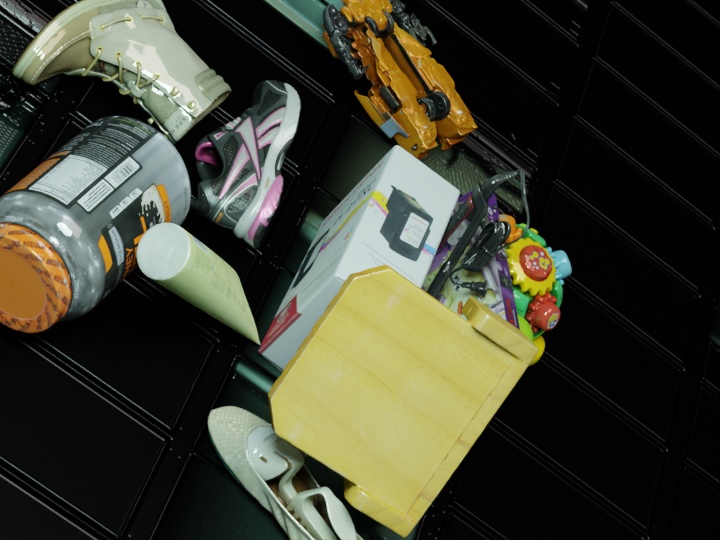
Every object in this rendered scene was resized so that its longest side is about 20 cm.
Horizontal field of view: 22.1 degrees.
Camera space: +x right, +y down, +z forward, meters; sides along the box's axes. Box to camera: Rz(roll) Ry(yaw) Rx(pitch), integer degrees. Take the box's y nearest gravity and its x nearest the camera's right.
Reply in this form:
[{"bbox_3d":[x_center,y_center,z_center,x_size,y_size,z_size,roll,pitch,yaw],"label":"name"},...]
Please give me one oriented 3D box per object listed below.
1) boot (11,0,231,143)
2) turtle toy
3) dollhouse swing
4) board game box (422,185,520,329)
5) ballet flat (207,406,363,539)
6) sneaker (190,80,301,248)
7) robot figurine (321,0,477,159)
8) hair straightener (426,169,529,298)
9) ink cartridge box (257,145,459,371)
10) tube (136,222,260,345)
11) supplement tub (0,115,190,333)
[{"bbox_3d":[-0.222,-0.184,1.752,0.155,0.072,0.200,51,41,0],"label":"boot"},{"bbox_3d":[0.147,0.028,1.872,0.145,0.101,0.201,31,53,-18],"label":"turtle toy"},{"bbox_3d":[0.025,0.096,1.626,0.175,0.200,0.182,34,4,-4],"label":"dollhouse swing"},{"bbox_3d":[0.093,0.027,1.818,0.032,0.120,0.201,27,44,-42],"label":"board game box"},{"bbox_3d":[-0.055,0.189,1.615,0.200,0.062,0.067,52,42,5],"label":"ballet flat"},{"bbox_3d":[-0.114,-0.119,1.789,0.086,0.080,0.201,21,42,-12],"label":"sneaker"},{"bbox_3d":[0.034,-0.215,1.995,0.145,0.058,0.200,-25,78,-47],"label":"robot figurine"},{"bbox_3d":[0.101,-0.012,1.778,0.077,0.200,0.041,38,14,-3],"label":"hair straightener"},{"bbox_3d":[0.000,0.000,1.741,0.083,0.146,0.200,35,43,-11],"label":"ink cartridge box"},{"bbox_3d":[-0.136,0.011,1.642,0.058,0.052,0.200,-70,158,-8],"label":"tube"},{"bbox_3d":[-0.242,-0.038,1.585,0.123,0.123,0.200,45,43,-3],"label":"supplement tub"}]
